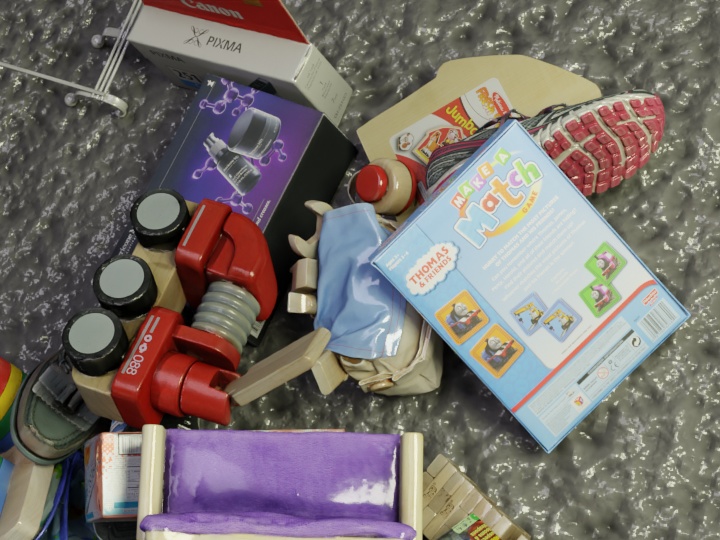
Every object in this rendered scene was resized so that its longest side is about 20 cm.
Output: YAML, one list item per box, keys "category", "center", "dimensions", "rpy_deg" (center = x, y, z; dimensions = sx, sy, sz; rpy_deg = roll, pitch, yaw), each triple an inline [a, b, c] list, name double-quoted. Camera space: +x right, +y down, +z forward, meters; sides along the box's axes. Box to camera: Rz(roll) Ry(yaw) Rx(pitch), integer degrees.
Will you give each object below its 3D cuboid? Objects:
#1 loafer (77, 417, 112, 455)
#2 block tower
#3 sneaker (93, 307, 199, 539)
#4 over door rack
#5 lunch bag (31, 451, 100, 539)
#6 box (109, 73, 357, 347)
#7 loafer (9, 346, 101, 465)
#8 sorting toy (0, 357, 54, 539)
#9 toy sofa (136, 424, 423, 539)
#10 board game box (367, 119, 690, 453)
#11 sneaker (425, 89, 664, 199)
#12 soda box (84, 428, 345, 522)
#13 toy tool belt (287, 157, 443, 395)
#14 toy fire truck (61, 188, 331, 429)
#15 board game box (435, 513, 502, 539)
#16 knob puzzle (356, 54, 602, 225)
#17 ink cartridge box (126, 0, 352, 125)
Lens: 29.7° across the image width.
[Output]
- category: "loafer"
  center: [-0.187, 0.173, 1.158]
  dimensions: [0.063, 0.072, 0.200]
  rpy_deg: [-35, 59, -26]
- category: "block tower"
  center: [0.110, 0.218, 1.000]
  dimensions: [0.054, 0.058, 0.200]
  rpy_deg: [-48, 57, -1]
- category: "sneaker"
  center: [-0.167, 0.133, 1.112]
  dimensions: [0.077, 0.075, 0.202]
  rpy_deg: [-33, 34, 58]
- category: "over door rack"
  center: [-0.295, -0.250, 1.363]
  dimensions: [0.198, 0.067, 0.149]
  rpy_deg: [20, 78, 9]
- category: "lunch bag"
  center: [-0.257, 0.274, 1.099]
  dimensions: [0.170, 0.127, 0.201]
  rpy_deg: [-40, 52, 18]
- category: "box"
  center: [-0.114, -0.056, 1.205]
  dimensions: [0.140, 0.079, 0.202]
  rpy_deg: [20, 79, 33]
- category: "loafer"
  center: [-0.227, 0.082, 1.133]
  dimensions: [0.072, 0.200, 0.063]
  rpy_deg: [40, 119, -7]
- category: "sorting toy"
  center: [-0.339, 0.174, 1.140]
  dimensions: [0.199, 0.069, 0.200]
  rpy_deg: [-38, 29, 27]
- category: "toy sofa"
  center: [-0.055, 0.152, 0.950]
  dimensions: [0.197, 0.098, 0.084]
  rpy_deg: [2, 76, -1]
- category: "board game box"
  center: [0.126, 0.012, 1.021]
  dimensions: [0.151, 0.037, 0.200]
  rpy_deg: [-43, 99, 2]
- category: "sneaker"
  center: [0.143, -0.100, 1.073]
  dimensions: [0.197, 0.081, 0.075]
  rpy_deg: [-19, 42, 7]
- category: "soda box"
  center: [-0.111, 0.158, 1.047]
  dimensions: [0.197, 0.068, 0.065]
  rpy_deg: [2, 77, -22]
- category: "toy tool belt"
  center: [0.000, 0.000, 1.074]
  dimensions: [0.124, 0.122, 0.203]
  rpy_deg: [-15, 73, 40]
- category: "toy fire truck"
  center: [-0.103, 0.037, 1.021]
  dimensions: [0.197, 0.129, 0.177]
  rpy_deg: [16, 59, 15]
- category: "board game box"
  center: [0.041, 0.250, 0.907]
  dimensions: [0.199, 0.024, 0.105]
  rpy_deg: [-29, 57, -33]
- category: "knob puzzle"
  center: [0.116, -0.095, 1.140]
  dimensions: [0.217, 0.030, 0.223]
  rpy_deg: [-8, 67, 19]
- category: "ink cartridge box"
  center: [-0.127, -0.205, 1.212]
  dimensions: [0.198, 0.176, 0.045]
  rpy_deg: [18, 77, 30]
